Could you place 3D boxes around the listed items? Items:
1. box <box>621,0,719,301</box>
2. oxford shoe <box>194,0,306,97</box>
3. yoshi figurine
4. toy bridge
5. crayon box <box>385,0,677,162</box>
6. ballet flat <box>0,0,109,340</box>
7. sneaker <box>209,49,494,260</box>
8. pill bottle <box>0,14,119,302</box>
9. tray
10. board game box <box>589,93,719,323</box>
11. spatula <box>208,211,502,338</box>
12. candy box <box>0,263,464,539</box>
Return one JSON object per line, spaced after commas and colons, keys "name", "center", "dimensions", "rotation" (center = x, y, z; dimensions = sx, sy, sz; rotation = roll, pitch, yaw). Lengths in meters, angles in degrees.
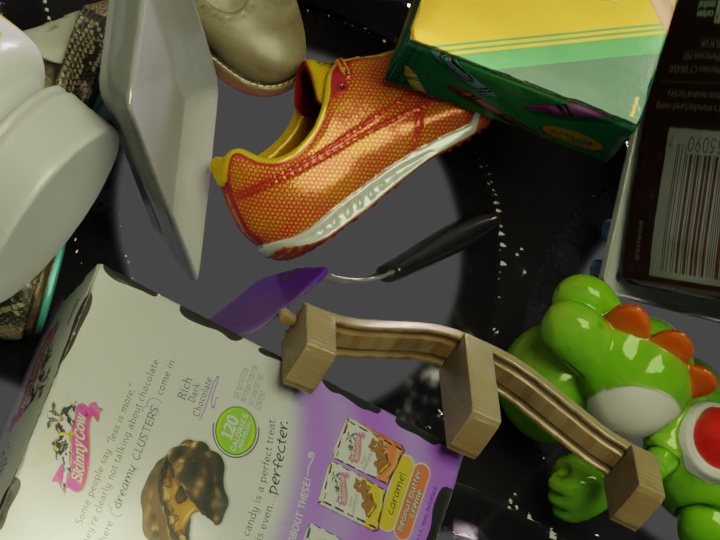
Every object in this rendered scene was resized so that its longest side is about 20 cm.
{"name": "box", "center": [0.261, -0.056, 1.298], "dimensions": [0.199, 0.166, 0.165], "rotation": [7, 91, -28]}
{"name": "oxford shoe", "center": [-0.078, -0.181, 1.296], "dimensions": [0.070, 0.075, 0.201], "rotation": [-27, 86, -31]}
{"name": "yoshi figurine", "center": [0.143, 0.086, 1.318], "dimensions": [0.112, 0.112, 0.200], "rotation": [-39, 110, 8]}
{"name": "toy bridge", "center": [0.050, 0.058, 1.233], "dimensions": [0.199, 0.027, 0.067], "rotation": [24, 31, -17]}
{"name": "crayon box", "center": [0.100, -0.168, 1.279], "dimensions": [0.118, 0.058, 0.201], "rotation": [20, 72, -5]}
{"name": "ballet flat", "center": [-0.150, -0.065, 1.231], "dimensions": [0.075, 0.068, 0.201], "rotation": [23, 66, -4]}
{"name": "sneaker", "center": [0.015, -0.086, 1.297], "dimensions": [0.200, 0.073, 0.077], "rotation": [-37, 99, -24]}
{"name": "pill bottle", "center": [-0.211, -0.082, 1.148], "dimensions": [0.200, 0.114, 0.114], "rotation": [37, 59, 8]}
{"name": "tray", "center": [-0.092, -0.079, 1.200], "dimensions": [0.022, 0.200, 0.108], "rotation": [2, 68, 6]}
{"name": "board game box", "center": [0.223, -0.066, 1.386], "dimensions": [0.199, 0.026, 0.201], "rotation": [14, 87, -27]}
{"name": "spatula", "center": [0.000, 0.000, 1.284], "dimensions": [0.199, 0.056, 0.021], "rotation": [-18, 96, -42]}
{"name": "candy box", "center": [-0.073, 0.120, 1.195], "dimensions": [0.199, 0.072, 0.168], "rotation": [28, 62, -15]}
